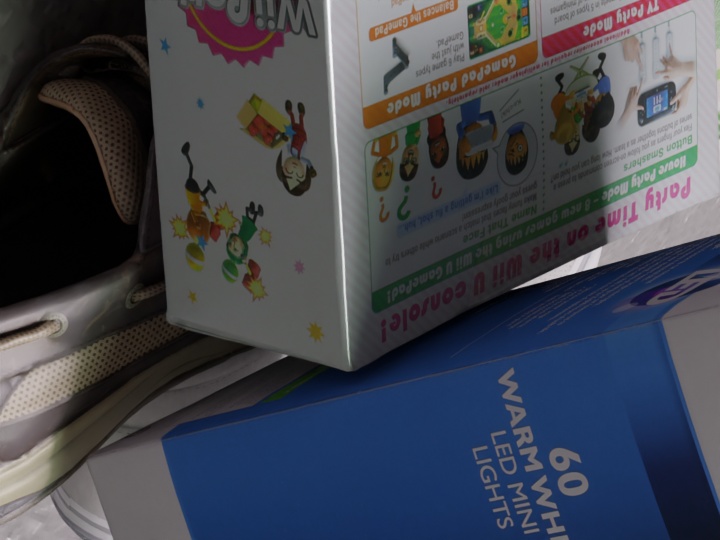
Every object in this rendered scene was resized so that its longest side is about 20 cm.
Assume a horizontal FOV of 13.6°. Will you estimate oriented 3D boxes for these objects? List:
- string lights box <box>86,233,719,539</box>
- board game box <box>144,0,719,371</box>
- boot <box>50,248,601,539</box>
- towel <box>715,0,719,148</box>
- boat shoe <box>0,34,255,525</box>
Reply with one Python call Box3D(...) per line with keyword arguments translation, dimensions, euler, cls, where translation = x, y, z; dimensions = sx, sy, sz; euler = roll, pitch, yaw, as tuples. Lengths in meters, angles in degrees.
Box3D(translation=(0.046, 0.036, 0.692), dimensions=(0.103, 0.199, 0.059), euler=(-25, 98, -51), cls="string lights box")
Box3D(translation=(0.017, -0.096, 0.698), dimensions=(0.147, 0.064, 0.201), euler=(-23, 117, -44), cls="board game box")
Box3D(translation=(0.000, 0.000, 0.835), dimensions=(0.200, 0.073, 0.096), euler=(-35, 154, -31), cls="boot")
Box3D(translation=(0.141, -0.059, 0.904), dimensions=(0.199, 0.152, 0.024), euler=(13, 67, -45), cls="towel")
Box3D(translation=(-0.052, -0.017, 0.737), dimensions=(0.200, 0.074, 0.074), euler=(-43, 151, -24), cls="boat shoe")
